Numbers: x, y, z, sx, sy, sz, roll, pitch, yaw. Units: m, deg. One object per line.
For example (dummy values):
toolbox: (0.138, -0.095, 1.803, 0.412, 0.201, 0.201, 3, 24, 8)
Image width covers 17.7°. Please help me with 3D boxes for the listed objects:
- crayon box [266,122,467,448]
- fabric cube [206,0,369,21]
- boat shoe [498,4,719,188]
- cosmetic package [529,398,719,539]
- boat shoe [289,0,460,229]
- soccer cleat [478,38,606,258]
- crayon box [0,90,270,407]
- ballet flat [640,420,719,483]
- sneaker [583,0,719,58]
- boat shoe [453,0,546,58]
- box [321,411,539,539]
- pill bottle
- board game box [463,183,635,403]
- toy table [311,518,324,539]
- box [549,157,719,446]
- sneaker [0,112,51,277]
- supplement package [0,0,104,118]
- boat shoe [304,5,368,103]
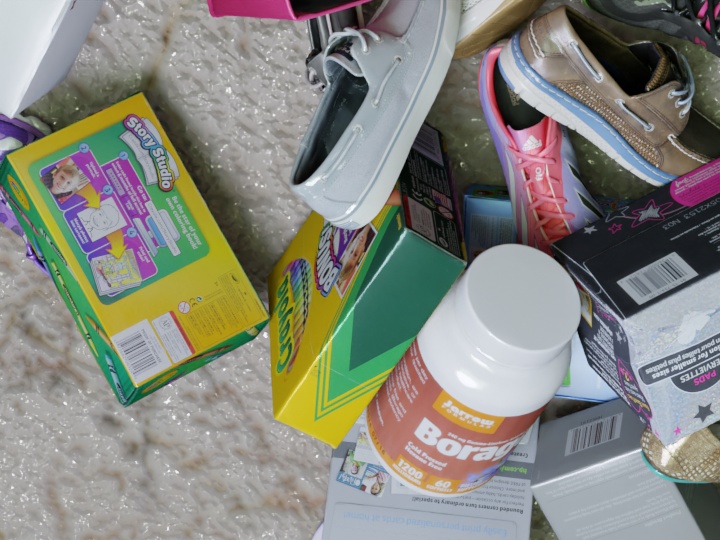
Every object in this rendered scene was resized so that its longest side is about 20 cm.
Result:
crayon box: (0.000, 0.000, 1.647, 0.058, 0.200, 0.173, 28, 114, -18)
fabric cube: (-0.009, -0.283, 1.512, 0.199, 0.199, 0.198, -19, 100, -15)
boat shoe: (0.193, -0.118, 1.596, 0.199, 0.073, 0.072, 23, 133, -27)
cosmetic package: (0.216, 0.199, 1.711, 0.106, 0.090, 0.201, -20, 116, 21)
boat shoe: (0.008, -0.131, 1.588, 0.071, 0.070, 0.202, 30, 75, -35)
soccer cleat: (0.130, -0.068, 1.635, 0.066, 0.076, 0.202, -18, 84, 10)
crayon box: (-0.168, -0.017, 1.701, 0.201, 0.118, 0.058, 60, 156, 7)
ballet flat: (0.287, 0.118, 1.640, 0.071, 0.199, 0.066, 55, 128, 37)
sneaker: (0.250, -0.182, 1.581, 0.198, 0.084, 0.077, 13, 109, 0)
boat shoe: (0.124, -0.231, 1.612, 0.199, 0.071, 0.070, -36, 77, 17)
box: (0.049, 0.189, 1.713, 0.154, 0.041, 0.202, 6, 67, 1)
pill bottle: (0.081, 0.069, 1.622, 0.112, 0.113, 0.200, 31, 144, 2)
board game box: (0.173, 0.021, 1.704, 0.198, 0.037, 0.153, 7, 110, 13)
toy table: (0.019, 0.290, 1.790, 0.183, 0.117, 0.201, -35, 97, 21)
box: (0.254, 0.010, 1.580, 0.199, 0.132, 0.115, -27, 121, -7)
sneaker: (-0.241, -0.048, 1.754, 0.200, 0.083, 0.081, 38, 113, -1)
supplement package: (-0.295, -0.223, 1.689, 0.199, 0.117, 0.118, 32, 112, 2)
boat shoe: (-0.027, -0.182, 1.654, 0.056, 0.067, 0.202, -6, 96, -11)
